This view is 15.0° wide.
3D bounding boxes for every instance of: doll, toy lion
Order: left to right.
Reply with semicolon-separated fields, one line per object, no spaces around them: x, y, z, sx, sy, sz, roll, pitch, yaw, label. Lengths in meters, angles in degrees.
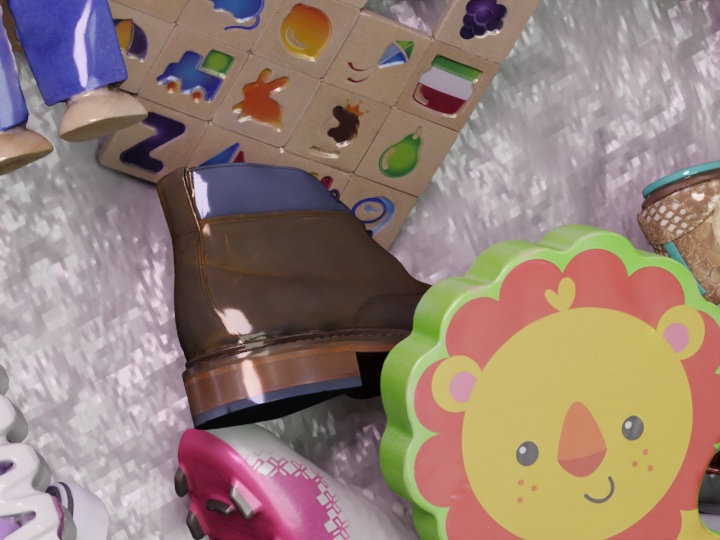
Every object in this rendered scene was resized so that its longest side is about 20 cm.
-0.149;-0.136;0.985;0.136;0.048;0.201;-20;87;18;doll
0.104;0.077;1.051;0.199;0.069;0.193;-5;99;-21;toy lion

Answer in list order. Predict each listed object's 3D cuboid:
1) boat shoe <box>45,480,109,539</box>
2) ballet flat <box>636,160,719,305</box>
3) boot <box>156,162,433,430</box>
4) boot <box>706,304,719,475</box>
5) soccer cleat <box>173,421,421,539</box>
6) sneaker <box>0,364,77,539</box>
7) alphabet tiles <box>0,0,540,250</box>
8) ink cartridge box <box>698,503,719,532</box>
-0.176;0.151;1.018;0.068;0.072;0.200;43;83;-25;boat shoe
0.202;-0.023;1.176;0.199;0.070;0.066;-15;82;-33;ballet flat
0.000;0.000;1.076;0.200;0.075;0.097;-8;79;-52;boot
0.166;0.075;1.136;0.199;0.144;0.073;-12;139;-25;boot
0.000;0.118;1.107;0.086;0.070;0.200;-47;119;-24;soccer cleat
-0.165;0.060;0.982;0.088;0.081;0.201;-24;77;-3;sneaker
-0.036;-0.098;1.049;0.199;0.008;0.167;19;116;-27;alphabet tiles
0.140;0.200;1.170;0.199;0.041;0.201;7;93;-43;ink cartridge box
